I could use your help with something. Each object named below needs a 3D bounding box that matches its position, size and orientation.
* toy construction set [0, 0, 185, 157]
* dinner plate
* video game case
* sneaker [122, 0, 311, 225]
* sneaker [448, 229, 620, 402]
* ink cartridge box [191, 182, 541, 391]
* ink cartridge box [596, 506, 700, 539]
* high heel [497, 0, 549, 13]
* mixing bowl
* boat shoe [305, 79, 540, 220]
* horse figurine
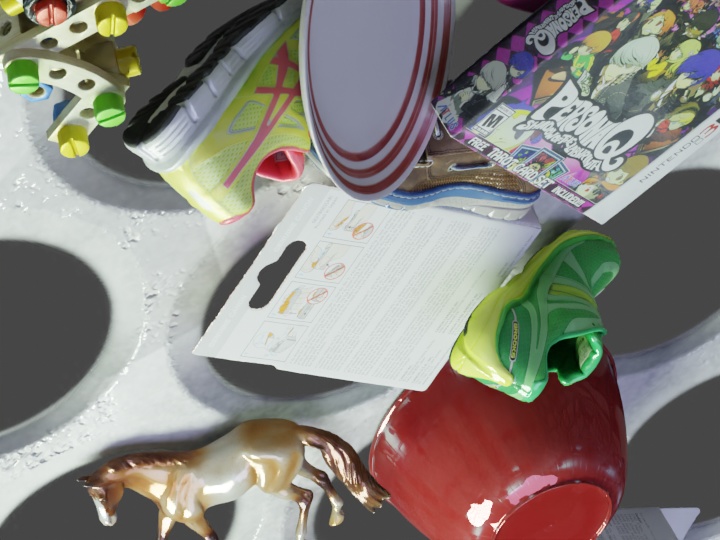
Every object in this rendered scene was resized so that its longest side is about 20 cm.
[{"bbox_3d":[-0.127,-0.154,1.583,0.200,0.092,0.131,-37,140,11],"label":"toy construction set"},{"bbox_3d":[0.006,-0.141,1.640,0.024,0.200,0.200,8,151,27],"label":"dinner plate"},{"bbox_3d":[0.166,-0.119,1.744,0.181,0.036,0.200,-39,148,17],"label":"video game case"},{"bbox_3d":[-0.058,-0.096,1.630,0.078,0.200,0.090,-24,109,45],"label":"sneaker"},{"bbox_3d":[0.129,0.038,1.901,0.200,0.084,0.074,-39,166,-53],"label":"sneaker"},{"bbox_3d":[0.000,0.000,1.863,0.200,0.050,0.161,11,127,-35],"label":"ink cartridge box"},{"bbox_3d":[0.181,0.250,2.218,0.200,0.068,0.116,0,134,-30],"label":"ink cartridge box"},{"bbox_3d":[0.156,-0.152,1.766,0.200,0.067,0.096,-4,124,-32],"label":"high heel"},{"bbox_3d":[0.118,0.148,2.042,0.200,0.108,0.200,-17,140,-15],"label":"mixing bowl"},{"bbox_3d":[0.047,-0.084,1.786,0.200,0.072,0.072,4,127,-46],"label":"boat shoe"},{"bbox_3d":[-0.085,0.154,1.966,0.200,0.050,0.133,-18,123,1],"label":"horse figurine"}]
